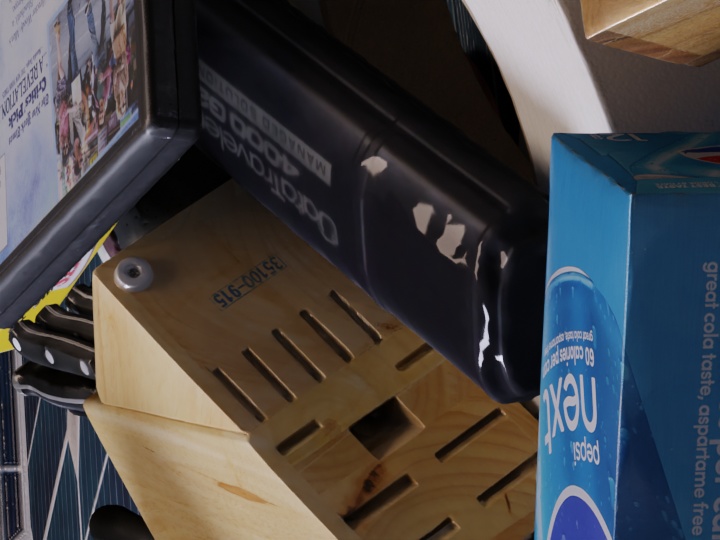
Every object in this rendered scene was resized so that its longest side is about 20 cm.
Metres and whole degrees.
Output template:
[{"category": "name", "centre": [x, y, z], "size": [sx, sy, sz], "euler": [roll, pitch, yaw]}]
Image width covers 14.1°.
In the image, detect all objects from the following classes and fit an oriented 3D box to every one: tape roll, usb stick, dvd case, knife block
[{"category": "tape roll", "centre": [0.030, -0.051, 0.721], "size": [0.203, 0.037, 0.203], "euler": [53, 159, 31]}, {"category": "usb stick", "centre": [-0.009, -0.032, 0.727], "size": [0.200, 0.033, 0.056], "euler": [40, 142, 47]}, {"category": "dvd case", "centre": [-0.080, -0.101, 0.785], "size": [0.143, 0.017, 0.201], "euler": [-38, 50, 56]}, {"category": "knife block", "centre": [-0.021, 0.062, 0.819], "size": [0.200, 0.064, 0.176], "euler": [45, 155, 25]}]

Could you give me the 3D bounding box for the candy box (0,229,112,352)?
[{"category": "candy box", "centre": [-0.097, -0.065, 0.896], "size": [0.102, 0.026, 0.200], "euler": [60, 142, 17]}]

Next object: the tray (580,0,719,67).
[{"category": "tray", "centre": [0.079, -0.151, 0.566], "size": [0.098, 0.037, 0.201], "euler": [-23, 66, 46]}]

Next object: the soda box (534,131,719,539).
[{"category": "soda box", "centre": [0.075, 0.074, 0.623], "size": [0.064, 0.068, 0.201], "euler": [-129, 40, -73]}]

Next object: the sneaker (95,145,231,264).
[{"category": "sneaker", "centre": [0.000, 0.000, 0.889], "size": [0.200, 0.076, 0.116], "euler": [47, 141, 13]}]

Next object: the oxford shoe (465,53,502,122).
[{"category": "oxford shoe", "centre": [0.013, -0.031, 0.997], "size": [0.075, 0.070, 0.200], "euler": [59, 171, -16]}]
